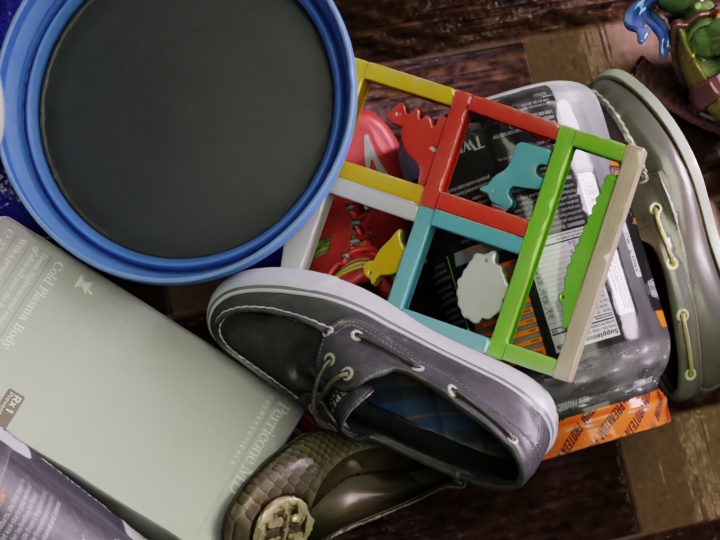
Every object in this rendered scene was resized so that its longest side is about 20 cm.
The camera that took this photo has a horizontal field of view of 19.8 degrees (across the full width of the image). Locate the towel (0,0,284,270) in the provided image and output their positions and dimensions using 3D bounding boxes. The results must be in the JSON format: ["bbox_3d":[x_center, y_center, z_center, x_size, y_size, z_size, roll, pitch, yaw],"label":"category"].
[{"bbox_3d":[-0.121,-0.085,1.170,0.198,0.050,0.149,9,75,-1],"label":"towel"}]

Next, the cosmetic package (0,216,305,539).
[{"bbox_3d":[-0.142,0.072,1.129,0.199,0.090,0.107,30,69,-3],"label":"cosmetic package"}]

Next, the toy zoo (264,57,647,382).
[{"bbox_3d":[0.040,-0.033,1.116,0.199,0.020,0.132,19,90,13],"label":"toy zoo"}]

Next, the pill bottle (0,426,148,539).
[{"bbox_3d":[-0.186,0.145,1.060,0.200,0.106,0.107,42,71,-25],"label":"pill bottle"}]

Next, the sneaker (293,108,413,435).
[{"bbox_3d":[0.000,0.000,1.178,0.076,0.085,0.202,7,77,-13],"label":"sneaker"}]

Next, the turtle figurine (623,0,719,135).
[{"bbox_3d":[0.276,-0.121,1.241,0.199,0.144,0.195,-23,88,-13],"label":"turtle figurine"}]

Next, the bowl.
[{"bbox_3d":[-0.098,-0.092,1.115,0.199,0.039,0.202,-1,84,9],"label":"bowl"}]

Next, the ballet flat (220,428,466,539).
[{"bbox_3d":[0.005,0.116,1.130,0.046,0.068,0.199,35,32,31],"label":"ballet flat"}]

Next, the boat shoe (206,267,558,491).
[{"bbox_3d":[0.006,0.063,1.086,0.199,0.070,0.066,25,34,3],"label":"boat shoe"}]

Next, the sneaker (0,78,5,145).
[{"bbox_3d":[-0.241,-0.039,1.081,0.076,0.081,0.201,18,110,-1],"label":"sneaker"}]

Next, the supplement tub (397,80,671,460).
[{"bbox_3d":[0.103,0.003,1.175,0.122,0.122,0.201,-14,84,-16],"label":"supplement tub"}]

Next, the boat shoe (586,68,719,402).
[{"bbox_3d":[0.172,-0.021,1.230,0.060,0.072,0.203,-23,88,-24],"label":"boat shoe"}]
